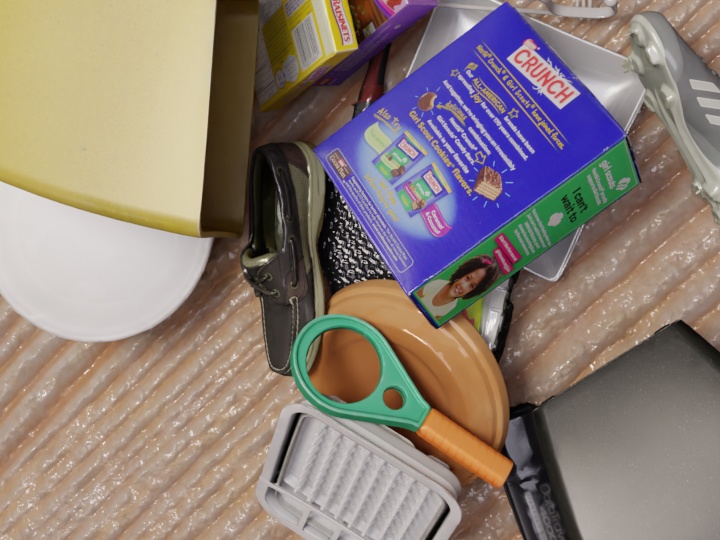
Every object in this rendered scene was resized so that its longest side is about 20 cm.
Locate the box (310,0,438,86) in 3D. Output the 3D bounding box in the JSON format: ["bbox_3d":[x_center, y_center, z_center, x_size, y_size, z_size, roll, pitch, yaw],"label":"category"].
[{"bbox_3d":[-0.023,-0.277,0.853,0.136,0.039,0.202,-29,77,46],"label":"box"}]

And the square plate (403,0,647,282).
[{"bbox_3d":[0.124,-0.122,0.891,0.198,0.028,0.200,26,98,8],"label":"square plate"}]

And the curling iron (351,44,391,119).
[{"bbox_3d":[-0.001,-0.155,0.908,0.025,0.049,0.203,23,105,50],"label":"curling iron"}]

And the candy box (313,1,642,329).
[{"bbox_3d":[0.089,-0.084,0.804,0.199,0.077,0.170,-36,57,6],"label":"candy box"}]

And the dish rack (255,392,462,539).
[{"bbox_3d":[0.000,0.188,0.879,0.170,0.044,0.201,31,141,9],"label":"dish rack"}]

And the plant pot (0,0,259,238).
[{"bbox_3d":[-0.181,-0.133,0.771,0.174,0.200,0.203,5,92,1],"label":"plant pot"}]

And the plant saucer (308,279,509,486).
[{"bbox_3d":[0.030,0.107,0.871,0.198,0.037,0.203,15,119,27],"label":"plant saucer"}]

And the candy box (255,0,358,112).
[{"bbox_3d":[-0.058,-0.203,0.843,0.026,0.200,0.104,-12,90,-22],"label":"candy box"}]

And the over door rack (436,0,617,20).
[{"bbox_3d":[0.115,-0.285,0.846,0.197,0.067,0.150,1,82,7],"label":"over door rack"}]

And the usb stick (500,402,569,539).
[{"bbox_3d":[0.165,0.217,0.902,0.055,0.033,0.202,-20,90,4],"label":"usb stick"}]

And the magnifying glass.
[{"bbox_3d":[0.033,0.107,0.807,0.199,0.022,0.080,35,64,0],"label":"magnifying glass"}]

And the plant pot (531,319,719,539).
[{"bbox_3d":[0.245,0.151,0.811,0.199,0.199,0.179,-33,77,11],"label":"plant pot"}]

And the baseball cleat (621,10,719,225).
[{"bbox_3d":[0.293,-0.137,0.834,0.106,0.070,0.201,-31,109,0],"label":"baseball cleat"}]

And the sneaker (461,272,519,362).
[{"bbox_3d":[0.085,0.030,0.878,0.089,0.078,0.203,14,106,14],"label":"sneaker"}]

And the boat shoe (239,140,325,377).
[{"bbox_3d":[-0.072,-0.009,0.863,0.071,0.065,0.204,9,99,49],"label":"boat shoe"}]

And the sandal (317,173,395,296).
[{"bbox_3d":[0.000,0.000,0.911,0.074,0.045,0.202,-26,90,15],"label":"sandal"}]

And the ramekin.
[{"bbox_3d":[-0.227,-0.043,0.905,0.199,0.094,0.206,0,94,-7],"label":"ramekin"}]
